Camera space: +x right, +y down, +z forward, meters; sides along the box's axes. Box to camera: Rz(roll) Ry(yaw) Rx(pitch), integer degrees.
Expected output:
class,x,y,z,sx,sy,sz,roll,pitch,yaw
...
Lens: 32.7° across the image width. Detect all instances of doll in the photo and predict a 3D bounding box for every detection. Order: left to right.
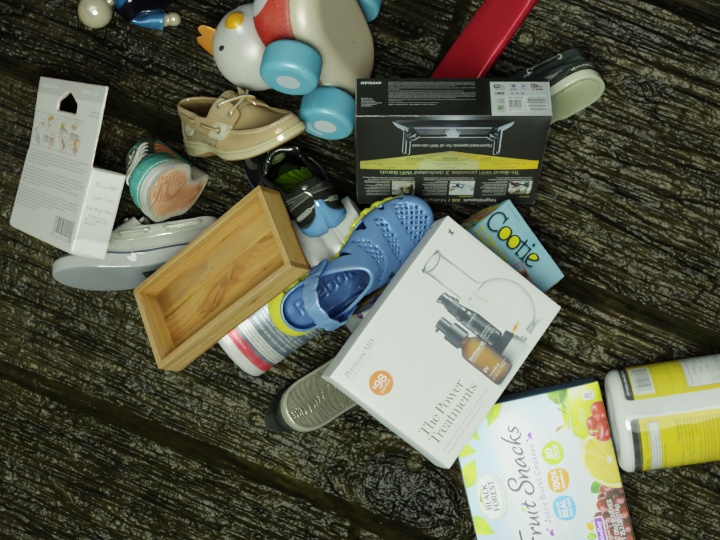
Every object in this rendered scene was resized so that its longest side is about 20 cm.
class,x,y,z,sx,sy,sz,roll,pitch,yaw
doll,-0.238,-0.343,1.389,0.200,0.048,0.137,-34,97,11

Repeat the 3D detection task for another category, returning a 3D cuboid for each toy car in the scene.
class,x,y,z,sx,sy,sz,roll,pitch,yaw
toy car,-0.101,-0.254,1.324,0.200,0.177,0.185,0,66,25

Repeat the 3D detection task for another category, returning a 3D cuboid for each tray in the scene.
class,x,y,z,sx,sy,sz,roll,pitch,yaw
tray,-0.147,0.011,1.270,0.200,0.037,0.099,-37,61,27

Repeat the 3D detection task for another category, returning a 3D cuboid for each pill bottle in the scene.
class,x,y,z,sx,sy,sz,roll,pitch,yaw
pill bottle,-0.069,0.013,1.342,0.200,0.120,0.120,-35,87,5
pill bottle,0.367,0.147,1.304,0.200,0.112,0.112,-9,90,6

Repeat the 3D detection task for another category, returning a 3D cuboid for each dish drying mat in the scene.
class,x,y,z,sx,sy,sz,roll,pitch,yaw
dish drying mat,0.129,-0.243,1.349,0.018,0.077,0.200,31,96,-38

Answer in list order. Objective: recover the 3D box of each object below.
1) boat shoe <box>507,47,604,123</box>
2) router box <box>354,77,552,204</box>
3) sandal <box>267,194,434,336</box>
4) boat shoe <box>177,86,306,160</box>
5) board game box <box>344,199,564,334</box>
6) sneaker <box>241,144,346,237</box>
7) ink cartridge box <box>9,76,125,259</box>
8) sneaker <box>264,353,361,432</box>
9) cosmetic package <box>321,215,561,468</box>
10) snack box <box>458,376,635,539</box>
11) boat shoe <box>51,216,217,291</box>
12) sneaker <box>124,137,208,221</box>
class,x,y,z,sx,sy,sz,roll,pitch,yaw
boat shoe,0.165,-0.184,1.342,0.199,0.074,0.066,-28,56,24
router box,0.093,-0.134,1.294,0.200,0.157,0.052,0,59,0
sandal,0.000,0.000,1.247,0.200,0.087,0.080,-43,106,-8
boat shoe,-0.137,-0.160,1.316,0.071,0.200,0.065,-33,114,-35
board game box,0.095,0.029,1.299,0.200,0.103,0.105,-37,95,-14
sneaker,-0.076,-0.107,1.318,0.071,0.200,0.083,-31,124,-10
ink cartridge box,-0.314,-0.116,1.335,0.045,0.200,0.176,12,94,-36
sneaker,-0.015,0.119,1.368,0.200,0.106,0.075,-22,88,-24
cosmetic package,0.081,0.070,1.214,0.151,0.052,0.200,37,78,-6
snack box,0.199,0.232,1.344,0.168,0.068,0.200,-12,89,5
boat shoe,-0.252,-0.026,1.393,0.200,0.071,0.070,-9,63,10
sneaker,-0.224,-0.101,1.315,0.080,0.200,0.071,32,93,2
